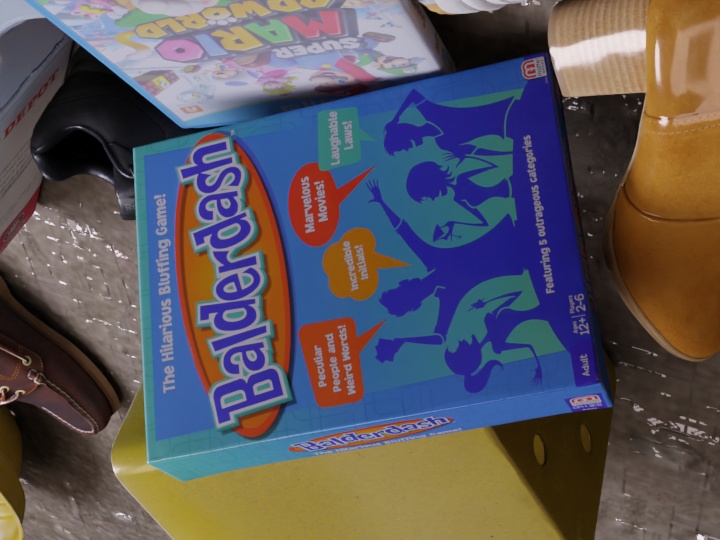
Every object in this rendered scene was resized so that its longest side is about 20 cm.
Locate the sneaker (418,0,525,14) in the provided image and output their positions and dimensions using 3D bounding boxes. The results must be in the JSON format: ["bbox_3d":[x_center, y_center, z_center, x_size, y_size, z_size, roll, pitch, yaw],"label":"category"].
[{"bbox_3d":[0.041,-0.181,0.507,0.087,0.076,0.200,1,145,27],"label":"sneaker"}]

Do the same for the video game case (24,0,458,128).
[{"bbox_3d":[-0.047,-0.104,0.586,0.142,0.018,0.200,-5,166,15],"label":"video game case"}]

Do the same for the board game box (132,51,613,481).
[{"bbox_3d":[0.000,0.000,0.622,0.198,0.153,0.045,-12,159,13],"label":"board game box"}]

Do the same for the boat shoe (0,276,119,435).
[{"bbox_3d":[-0.262,0.060,1.022,0.070,0.071,0.200,-18,124,46],"label":"boat shoe"}]

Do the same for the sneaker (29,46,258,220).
[{"bbox_3d":[-0.079,-0.056,0.725,0.198,0.091,0.076,13,140,21],"label":"sneaker"}]

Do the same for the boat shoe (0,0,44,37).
[{"bbox_3d":[-0.142,-0.159,0.641,0.199,0.091,0.071,-11,126,46],"label":"boat shoe"}]

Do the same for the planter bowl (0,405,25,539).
[{"bbox_3d":[-0.344,0.142,1.169,0.199,0.084,0.201,20,143,15],"label":"planter bowl"}]

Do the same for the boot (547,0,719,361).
[{"bbox_3d":[0.170,-0.038,0.578,0.143,0.071,0.202,1,131,40],"label":"boot"}]

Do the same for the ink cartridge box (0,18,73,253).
[{"bbox_3d":[-0.243,-0.057,0.793,0.084,0.146,0.200,32,145,-2],"label":"ink cartridge box"}]

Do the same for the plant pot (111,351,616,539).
[{"bbox_3d":[0.023,0.073,0.736,0.175,0.201,0.201,-15,127,30],"label":"plant pot"}]
